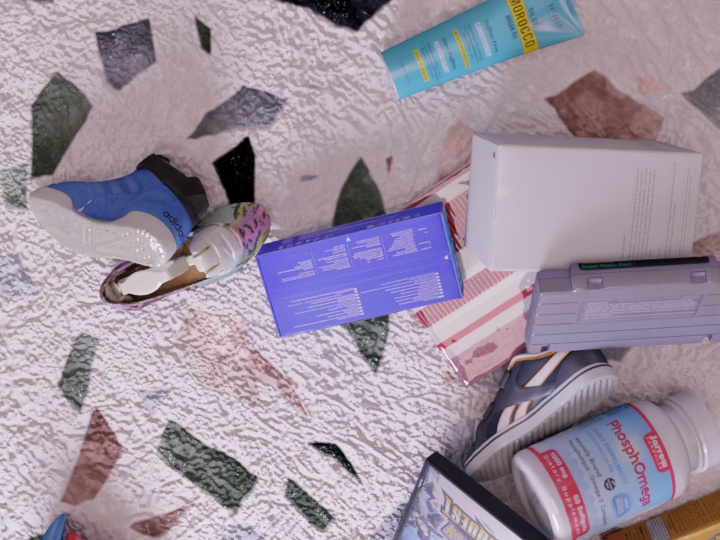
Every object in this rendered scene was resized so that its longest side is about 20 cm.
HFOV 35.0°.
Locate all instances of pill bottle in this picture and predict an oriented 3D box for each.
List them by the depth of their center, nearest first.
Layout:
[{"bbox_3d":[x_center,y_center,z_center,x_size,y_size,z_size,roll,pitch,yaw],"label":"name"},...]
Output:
[{"bbox_3d":[0.264,0.200,1.174,0.199,0.109,0.110,-23,100,-10],"label":"pill bottle"}]

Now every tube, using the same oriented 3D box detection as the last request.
[{"bbox_3d":[0.119,-0.233,1.146,0.199,0.050,0.078,-23,111,4],"label":"tube"}]

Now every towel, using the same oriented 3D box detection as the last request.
[{"bbox_3d":[0.115,0.005,1.205,0.143,0.023,0.201,-33,96,12],"label":"towel"}]

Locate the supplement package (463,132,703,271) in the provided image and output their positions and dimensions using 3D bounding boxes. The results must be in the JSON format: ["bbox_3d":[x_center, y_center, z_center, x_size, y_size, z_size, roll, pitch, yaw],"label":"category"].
[{"bbox_3d":[0.212,-0.067,1.116,0.198,0.120,0.122,2,102,-8],"label":"supplement package"}]

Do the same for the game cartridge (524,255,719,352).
[{"bbox_3d":[0.262,0.033,1.096,0.198,0.039,0.130,-3,145,0],"label":"game cartridge"}]

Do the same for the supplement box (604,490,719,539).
[{"bbox_3d":[0.368,0.289,1.222,0.199,0.069,0.067,-25,101,7],"label":"supplement box"}]

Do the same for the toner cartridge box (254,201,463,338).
[{"bbox_3d":[0.000,0.000,1.181,0.198,0.043,0.096,-12,108,10],"label":"toner cartridge box"}]

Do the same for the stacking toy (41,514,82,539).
[{"bbox_3d":[-0.268,0.360,1.273,0.198,0.110,0.117,16,100,-11],"label":"stacking toy"}]

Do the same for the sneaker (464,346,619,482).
[{"bbox_3d":[0.179,0.141,1.203,0.200,0.078,0.080,-44,52,24],"label":"sneaker"}]

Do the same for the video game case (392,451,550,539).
[{"bbox_3d":[0.122,0.315,1.190,0.199,0.025,0.182,36,128,25],"label":"video game case"}]

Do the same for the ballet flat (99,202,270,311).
[{"bbox_3d":[-0.185,-0.007,1.197,0.199,0.071,0.070,-25,100,8],"label":"ballet flat"}]

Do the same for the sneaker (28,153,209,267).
[{"bbox_3d":[-0.246,-0.072,1.193,0.199,0.111,0.077,11,137,34],"label":"sneaker"}]
